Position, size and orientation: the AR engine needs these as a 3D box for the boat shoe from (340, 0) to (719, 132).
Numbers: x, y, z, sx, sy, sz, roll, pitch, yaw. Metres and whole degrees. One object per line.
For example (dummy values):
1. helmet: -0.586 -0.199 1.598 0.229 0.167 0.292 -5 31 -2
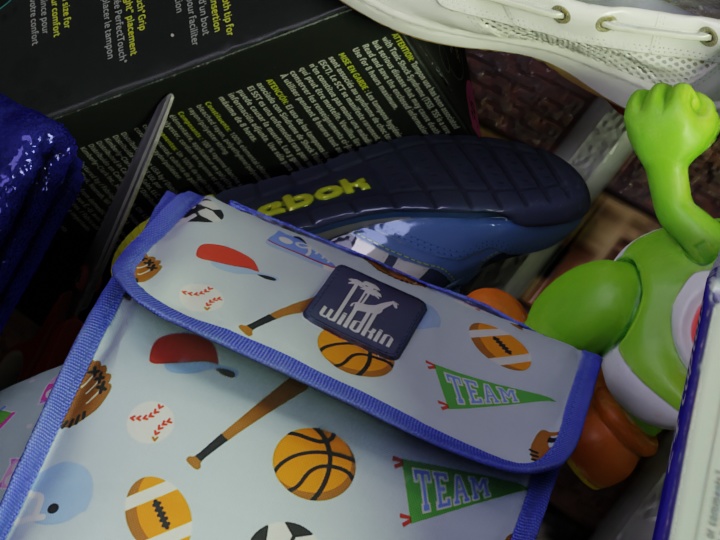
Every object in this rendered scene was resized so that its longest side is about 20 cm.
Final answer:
1. boat shoe: 0.066 -0.122 0.823 0.199 0.069 0.071 20 54 4

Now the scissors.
1. scissors: -0.118 0.018 0.911 0.200 0.014 0.073 -53 31 35

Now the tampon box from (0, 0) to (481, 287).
1. tampon box: -0.065 -0.109 0.956 0.199 0.126 0.150 -18 56 15

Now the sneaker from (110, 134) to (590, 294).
1. sneaker: 0.000 0.000 0.901 0.199 0.083 0.074 -14 28 -3

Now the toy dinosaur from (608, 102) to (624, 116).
1. toy dinosaur: 0.111 -0.135 0.942 0.200 0.105 0.182 -23 56 55

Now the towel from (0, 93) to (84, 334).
1. towel: -0.205 -0.025 0.883 0.200 0.049 0.148 28 94 38

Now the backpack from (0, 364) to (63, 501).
1. backpack: -0.117 0.119 0.846 0.199 0.127 0.167 -25 50 6

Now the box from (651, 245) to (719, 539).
1. box: 0.139 0.092 0.641 0.104 0.200 0.185 11 96 11

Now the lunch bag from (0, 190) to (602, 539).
1. lunch bag: -0.024 0.078 0.715 0.169 0.124 0.200 23 59 5

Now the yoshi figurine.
1. yoshi figurine: 0.132 -0.016 0.796 0.200 0.112 0.112 -39 81 25
